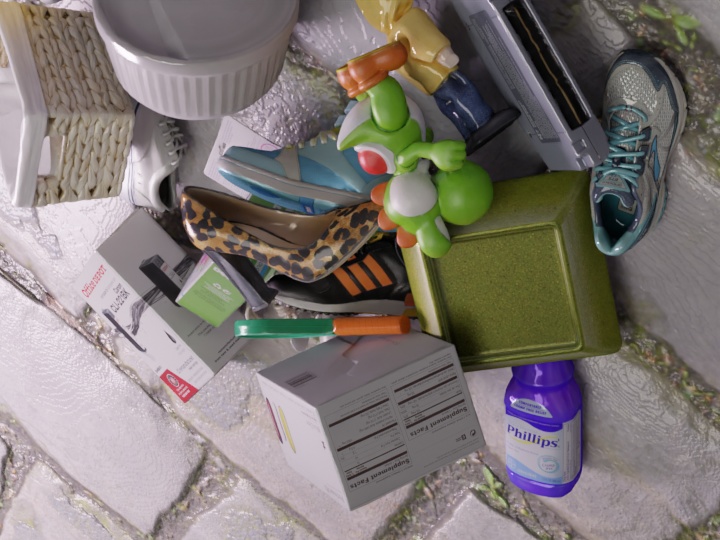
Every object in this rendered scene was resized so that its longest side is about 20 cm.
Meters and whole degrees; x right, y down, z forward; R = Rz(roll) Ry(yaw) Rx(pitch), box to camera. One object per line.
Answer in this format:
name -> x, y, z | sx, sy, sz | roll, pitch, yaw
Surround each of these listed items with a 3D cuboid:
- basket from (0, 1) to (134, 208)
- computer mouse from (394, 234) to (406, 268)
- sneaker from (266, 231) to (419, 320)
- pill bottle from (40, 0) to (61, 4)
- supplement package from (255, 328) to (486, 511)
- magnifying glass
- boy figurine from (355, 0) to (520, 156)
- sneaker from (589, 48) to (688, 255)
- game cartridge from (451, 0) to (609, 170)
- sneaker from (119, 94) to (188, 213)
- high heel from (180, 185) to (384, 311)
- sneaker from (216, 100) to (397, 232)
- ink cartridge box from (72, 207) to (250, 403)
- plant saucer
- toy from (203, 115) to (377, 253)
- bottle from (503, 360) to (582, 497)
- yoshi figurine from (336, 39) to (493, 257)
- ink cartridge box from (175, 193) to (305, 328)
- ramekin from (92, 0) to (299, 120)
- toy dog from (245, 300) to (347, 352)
basket -> -0.326, -0.180, 1.677 | 0.136, 0.122, 0.201 | 109, 147, -41
computer mouse -> 0.134, -0.027, 1.569 | 0.199, 0.046, 0.141 | -29, 93, 24
sneaker -> 0.000, 0.000, 1.630 | 0.198, 0.070, 0.091 | 4, 95, -9
pill bottle -> -0.352, -0.384, 1.621 | 0.200, 0.109, 0.109 | 49, 134, -4
supplement package -> 0.006, 0.138, 1.568 | 0.200, 0.154, 0.112 | 16, 127, 69
magnifying glass -> -0.041, 0.059, 1.609 | 0.198, 0.079, 0.023 | -5, 83, 29
boy figurine -> 0.066, -0.204, 1.482 | 0.201, 0.064, 0.124 | 55, 174, 4
sneaker -> 0.248, -0.102, 1.425 | 0.077, 0.086, 0.202 | 13, 127, 25
game cartridge -> 0.150, -0.183, 1.419 | 0.201, 0.040, 0.133 | 59, 170, -9
sneaker -> -0.225, -0.148, 1.734 | 0.070, 0.073, 0.201 | 20, 139, 9
high heel -> -0.078, -0.056, 1.510 | 0.199, 0.072, 0.143 | -30, 106, 29
sneaker -> -0.037, -0.124, 1.569 | 0.198, 0.132, 0.080 | 16, 173, -4
ink cartridge box -> -0.231, 0.042, 1.826 | 0.200, 0.084, 0.144 | 47, 153, -1
plant saucer -> 0.140, 0.015, 1.518 | 0.197, 0.048, 0.202 | -8, 114, 16
toy -> -0.062, -0.096, 1.662 | 0.199, 0.047, 0.115 | 32, 145, 1
bottle -> 0.193, 0.143, 1.646 | 0.083, 0.065, 0.202 | 14, 127, 27
yoshi figurine -> 0.060, -0.116, 1.454 | 0.111, 0.112, 0.202 | -18, 98, 38
ink cartridge box -> -0.126, -0.020, 1.679 | 0.059, 0.104, 0.200 | 33, 153, -9
ramekin -> -0.162, -0.237, 1.542 | 0.201, 0.203, 0.095 | 26, 143, 17
toy dog -> -0.026, 0.076, 1.701 | 0.132, 0.096, 0.200 | -42, 107, 9
